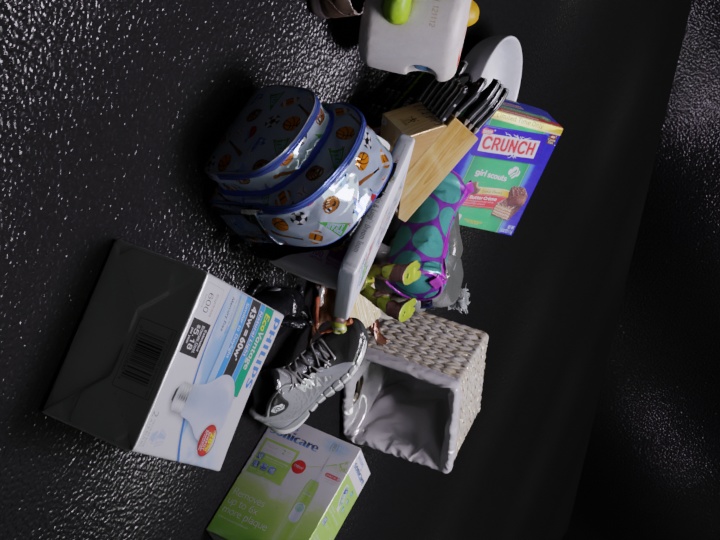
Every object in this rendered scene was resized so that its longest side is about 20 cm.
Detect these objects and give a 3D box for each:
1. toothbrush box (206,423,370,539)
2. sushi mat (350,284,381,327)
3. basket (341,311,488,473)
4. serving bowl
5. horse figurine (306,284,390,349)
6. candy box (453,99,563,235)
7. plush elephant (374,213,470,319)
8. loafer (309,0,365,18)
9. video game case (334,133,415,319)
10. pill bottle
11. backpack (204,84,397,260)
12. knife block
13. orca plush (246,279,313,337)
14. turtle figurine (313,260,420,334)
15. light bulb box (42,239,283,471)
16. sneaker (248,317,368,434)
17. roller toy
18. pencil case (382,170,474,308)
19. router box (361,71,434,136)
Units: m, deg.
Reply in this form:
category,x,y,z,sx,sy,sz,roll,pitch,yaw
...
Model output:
category,x,y,z,sx,sy,sz,roll,pitch,yaw
toothbrush box,-0.099,0.326,1.657,0.200,0.145,0.086,-57,153,-26
sushi mat,-0.013,-0.001,1.680,0.096,0.012,0.201,-43,127,-51
basket,0.089,0.187,1.908,0.161,0.199,0.199,-53,152,-47
serving bowl,0.196,-0.293,1.919,0.200,0.066,0.201,-48,149,-42
horse figurine,-0.025,0.072,1.728,0.200,0.050,0.133,4,92,-58
candy box,0.200,-0.169,1.843,0.169,0.077,0.201,10,116,-28
plush elephant,0.075,-0.005,1.796,0.165,0.154,0.200,-68,151,-28
loafer,-0.018,-0.386,1.363,0.073,0.071,0.201,-49,149,-40
video game case,0.015,-0.048,1.417,0.200,0.024,0.183,100,13,-72
pill bottle,-0.036,-0.085,1.511,0.201,0.112,0.112,-68,157,-5
backpack,-0.065,-0.117,1.324,0.154,0.190,0.200,47,64,-47
knife block,0.113,-0.180,1.591,0.175,0.064,0.201,-19,136,-25
orca plush,-0.102,0.072,1.540,0.200,0.071,0.106,6,103,-67
turtle figurine,0.000,0.000,1.565,0.064,0.161,0.201,9,95,-57
light bulb box,-0.206,0.097,1.264,0.199,0.124,0.200,-68,156,-6
sneaker,-0.077,0.139,1.606,0.200,0.075,0.115,-51,148,4
roller toy,0.082,-0.339,1.482,0.183,0.139,0.200,98,6,-51
pencil case,0.096,-0.051,1.647,0.085,0.092,0.201,69,29,-49
router box,0.060,-0.199,1.696,0.200,0.062,0.150,-52,153,-36
